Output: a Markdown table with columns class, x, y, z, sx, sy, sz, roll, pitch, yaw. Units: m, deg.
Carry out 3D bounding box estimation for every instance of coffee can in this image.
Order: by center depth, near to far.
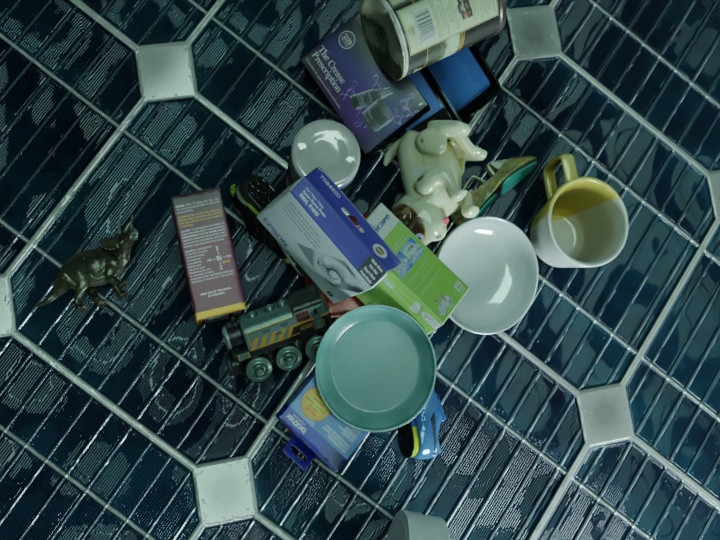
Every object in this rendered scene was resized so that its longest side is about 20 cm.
| class | x | y | z | sx | sy | sz | roll | pitch | yaw |
| --- | --- | --- | --- | --- | --- | --- | --- | --- | --- |
| coffee can | 0.117 | -0.417 | 1.436 | 0.197 | 0.146 | 0.149 | -27 | 88 | -14 |

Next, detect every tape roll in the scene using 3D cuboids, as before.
| class | x | y | z | sx | sy | sz | roll | pitch | yaw |
| --- | --- | --- | --- | --- | --- | --- | --- | --- | --- |
| tape roll | 0.081 | 0.488 | 1.401 | 0.069 | 0.202 | 0.207 | 13 | 80 | -7 |

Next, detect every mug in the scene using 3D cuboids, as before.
| class | x | y | z | sx | sy | sz | roll | pitch | yaw |
| --- | --- | --- | --- | --- | --- | --- | --- | --- | --- |
| mug | 0.376 | -0.088 | 1.557 | 0.146 | 0.153 | 0.190 | 21 | 79 | -6 |

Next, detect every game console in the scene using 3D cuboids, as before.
| class | x | y | z | sx | sy | sz | roll | pitch | yaw |
| --- | --- | --- | --- | --- | --- | --- | --- | --- | --- |
| game console | 0.116 | -0.341 | 1.562 | 0.174 | 0.116 | 0.202 | -33 | 89 | -13 |

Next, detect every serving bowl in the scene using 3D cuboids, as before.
| class | x | y | z | sx | sy | sz | roll | pitch | yaw |
| --- | --- | --- | --- | --- | --- | --- | --- | --- | --- |
| serving bowl | 0.211 | 0.007 | 1.550 | 0.195 | 0.066 | 0.206 | -1 | 93 | -16 |

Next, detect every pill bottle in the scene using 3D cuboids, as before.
| class | x | y | z | sx | sy | sz | roll | pitch | yaw |
| --- | --- | --- | --- | --- | --- | --- | --- | --- | --- |
| pill bottle | -0.067 | -0.159 | 1.458 | 0.111 | 0.200 | 0.117 | 2 | 77 | -8 |

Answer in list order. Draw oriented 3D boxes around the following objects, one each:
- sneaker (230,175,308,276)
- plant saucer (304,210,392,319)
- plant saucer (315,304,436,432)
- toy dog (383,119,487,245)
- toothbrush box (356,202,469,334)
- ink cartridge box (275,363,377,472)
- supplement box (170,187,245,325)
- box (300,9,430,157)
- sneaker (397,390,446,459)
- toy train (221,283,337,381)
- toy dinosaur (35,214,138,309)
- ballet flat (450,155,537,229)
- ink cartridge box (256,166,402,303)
| class | x | y | z | sx | sy | sz | roll | pitch | yaw |
| --- | --- | --- | --- | --- | --- | --- | --- | --- | --- |
| sneaker | -0.146 | -0.073 | 1.503 | 0.071 | 0.082 | 0.202 | -38 | 94 | -41 |
| plant saucer | 0.000 | 0.000 | 1.537 | 0.195 | 0.037 | 0.205 | -6 | 83 | -10 |
| plant saucer | 0.024 | 0.156 | 1.427 | 0.195 | 0.036 | 0.206 | 0 | 92 | -1 |
| toy dog | 0.109 | -0.139 | 1.499 | 0.189 | 0.140 | 0.205 | 10 | 76 | 19 |
| toothbrush box | 0.057 | 0.011 | 1.446 | 0.199 | 0.146 | 0.086 | 42 | 62 | -2 |
| ink cartridge box | -0.049 | 0.237 | 1.477 | 0.136 | 0.076 | 0.201 | 41 | 79 | -3 |
| supplement box | -0.251 | -0.021 | 1.455 | 0.084 | 0.110 | 0.205 | -12 | 85 | -12 |
| box | 0.010 | -0.323 | 1.537 | 0.140 | 0.079 | 0.202 | -36 | 88 | 7 |
| sneaker | 0.104 | 0.219 | 1.517 | 0.077 | 0.066 | 0.206 | 1 | 81 | -26 |
| toy train | -0.131 | 0.101 | 1.453 | 0.196 | 0.086 | 0.116 | -19 | 118 | -5 |
| toy dinosaur | -0.439 | 0.004 | 1.447 | 0.197 | 0.077 | 0.104 | -28 | 76 | -8 |
| ballet flat | 0.233 | -0.156 | 1.588 | 0.199 | 0.071 | 0.071 | -42 | 91 | -13 |
| ink cartridge box | -0.053 | -0.047 | 1.376 | 0.200 | 0.199 | 0.041 | 48 | 60 | -9 |
